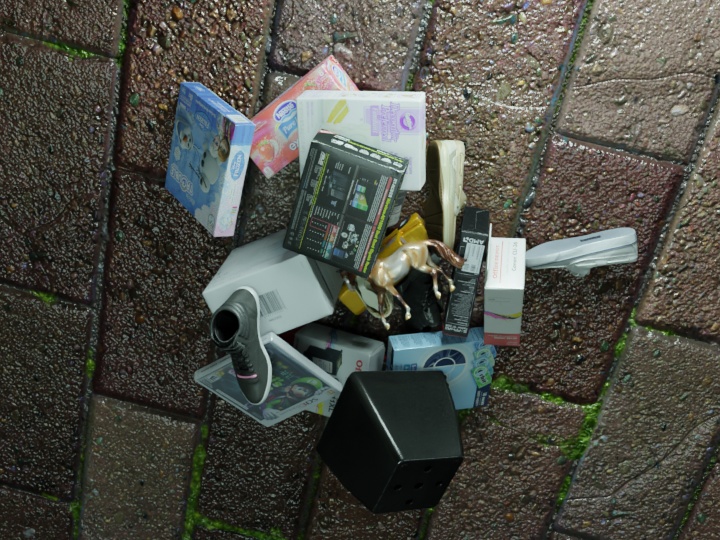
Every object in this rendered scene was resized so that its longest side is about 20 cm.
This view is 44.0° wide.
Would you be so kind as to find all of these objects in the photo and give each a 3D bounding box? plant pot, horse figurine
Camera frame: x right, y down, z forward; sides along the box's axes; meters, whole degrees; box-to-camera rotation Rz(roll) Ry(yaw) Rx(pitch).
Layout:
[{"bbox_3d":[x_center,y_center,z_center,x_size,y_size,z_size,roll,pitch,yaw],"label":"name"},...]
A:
[{"bbox_3d":[0.065,0.307,1.557,0.199,0.178,0.200,4,126,-29],"label":"plant pot"},{"bbox_3d":[0.076,0.006,1.495,0.199,0.050,0.133,-30,89,0],"label":"horse figurine"}]

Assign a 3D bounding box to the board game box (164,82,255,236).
[{"bbox_3d":[-0.261,-0.191,1.515,0.043,0.200,0.200,-7,122,-37],"label":"board game box"}]

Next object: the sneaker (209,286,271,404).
[{"bbox_3d":[-0.200,0.134,1.453,0.070,0.099,0.201,-2,102,21],"label":"sneaker"}]

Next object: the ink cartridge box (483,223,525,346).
[{"bbox_3d":[0.248,0.025,1.537,0.067,0.117,0.201,2,140,9],"label":"ink cartridge box"}]

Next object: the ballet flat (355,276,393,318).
[{"bbox_3d":[0.000,0.000,1.534,0.069,0.070,0.200,-25,111,17],"label":"ballet flat"}]

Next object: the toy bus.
[{"bbox_3d":[0.048,-0.012,1.606,0.200,0.078,0.065,-41,104,21],"label":"toy bus"}]

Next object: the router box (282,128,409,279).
[{"bbox_3d":[-0.024,-0.104,1.402,0.149,0.062,0.201,21,119,4],"label":"router box"}]

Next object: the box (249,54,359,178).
[{"bbox_3d":[-0.102,-0.259,1.504,0.200,0.103,0.095,-34,105,21],"label":"box"}]

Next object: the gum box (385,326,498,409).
[{"bbox_3d":[0.146,0.188,1.651,0.199,0.045,0.171,-5,127,-11],"label":"gum box"}]

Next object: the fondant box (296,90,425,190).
[{"bbox_3d":[0.002,-0.207,1.416,0.199,0.058,0.145,3,114,11],"label":"fondant box"}]

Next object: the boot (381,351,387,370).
[{"bbox_3d":[0.059,0.237,1.723,0.200,0.072,0.144,37,112,-6],"label":"boot"}]

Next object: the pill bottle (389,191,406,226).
[{"bbox_3d":[0.034,-0.185,1.512,0.112,0.113,0.201,15,116,0],"label":"pill bottle"}]

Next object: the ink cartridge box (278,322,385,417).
[{"bbox_3d":[-0.068,0.186,1.671,0.199,0.083,0.147,14,105,18],"label":"ink cartridge box"}]

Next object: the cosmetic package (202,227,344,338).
[{"bbox_3d":[-0.143,0.015,1.576,0.198,0.200,0.123,-21,108,16],"label":"cosmetic package"}]

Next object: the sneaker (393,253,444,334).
[{"bbox_3d":[0.118,0.053,1.603,0.104,0.060,0.200,52,148,8],"label":"sneaker"}]

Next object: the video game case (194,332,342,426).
[{"bbox_3d":[-0.162,0.199,1.585,0.181,0.023,0.200,-28,132,24],"label":"video game case"}]

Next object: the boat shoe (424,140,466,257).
[{"bbox_3d":[0.153,-0.123,1.535,0.065,0.072,0.201,-5,99,-23],"label":"boat shoe"}]

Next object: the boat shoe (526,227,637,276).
[{"bbox_3d":[0.386,-0.021,1.562,0.199,0.074,0.066,-11,108,13],"label":"boat shoe"}]

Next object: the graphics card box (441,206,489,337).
[{"bbox_3d":[0.185,0.001,1.568,0.051,0.126,0.201,10,115,6],"label":"graphics card box"}]
